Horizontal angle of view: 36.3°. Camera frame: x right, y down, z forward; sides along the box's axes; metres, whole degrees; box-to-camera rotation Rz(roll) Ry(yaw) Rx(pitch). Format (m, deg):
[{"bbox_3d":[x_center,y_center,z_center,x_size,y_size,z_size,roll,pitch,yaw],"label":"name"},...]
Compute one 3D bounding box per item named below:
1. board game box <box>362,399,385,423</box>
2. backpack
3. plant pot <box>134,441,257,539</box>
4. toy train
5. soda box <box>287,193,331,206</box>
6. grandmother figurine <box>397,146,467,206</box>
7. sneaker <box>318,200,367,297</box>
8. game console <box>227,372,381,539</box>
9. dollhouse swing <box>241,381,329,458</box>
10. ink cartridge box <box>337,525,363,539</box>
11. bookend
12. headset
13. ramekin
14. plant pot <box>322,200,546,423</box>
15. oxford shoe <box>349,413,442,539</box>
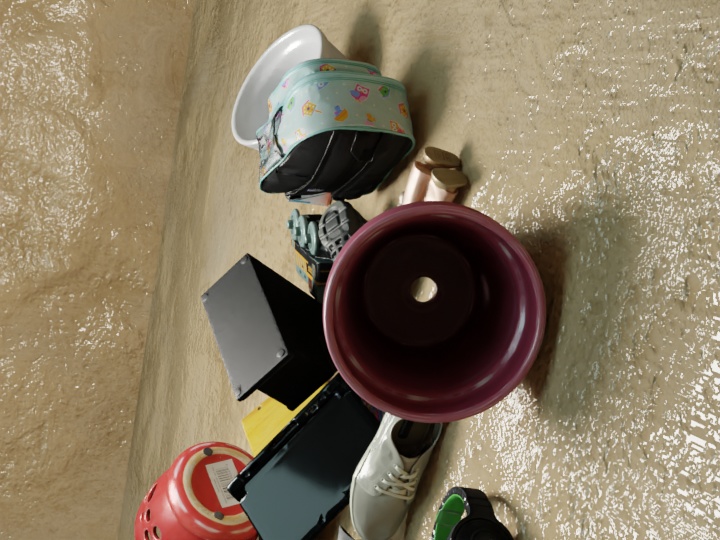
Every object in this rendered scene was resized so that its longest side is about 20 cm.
[{"bbox_3d":[0.018,0.162,1.365,0.103,0.019,0.201,118,153,-47],"label":"board game box"},{"bbox_3d":[-0.028,-0.182,1.389,0.200,0.175,0.154,153,118,-63],"label":"backpack"},{"bbox_3d":[-0.253,0.393,1.793,0.183,0.199,0.201,121,150,-44],"label":"plant pot"},{"bbox_3d":[-0.053,-0.023,1.551,0.200,0.085,0.115,-143,53,-69],"label":"toy train"},{"bbox_3d":[-0.091,-0.183,1.725,0.200,0.068,0.064,-109,32,-50],"label":"soda box"},{"bbox_3d":[0.058,-0.046,1.270,0.122,0.060,0.201,-93,22,-52],"label":"grandmother figurine"},{"bbox_3d":[0.000,0.000,1.391,0.075,0.079,0.201,-32,46,32],"label":"sneaker"},{"bbox_3d":[-0.053,0.233,1.346,0.200,0.116,0.176,-45,-3,5],"label":"game console"},{"bbox_3d":[-0.060,0.278,1.527,0.182,0.176,0.200,-39,24,-2],"label":"dollhouse swing"},{"bbox_3d":[0.020,0.367,1.241,0.200,0.050,0.110,-170,87,-72],"label":"ink cartridge box"},{"bbox_3d":[-0.090,0.109,1.439,0.092,0.200,0.199,-42,43,13],"label":"bookend"},{"bbox_3d":[0.086,0.285,1.008,0.200,0.093,0.124,-106,29,-62],"label":"headset"},{"bbox_3d":[-0.089,-0.249,1.611,0.200,0.098,0.201,-32,42,34],"label":"ramekin"},{"bbox_3d":[0.062,0.030,1.054,0.179,0.199,0.201,-111,30,-83],"label":"plant pot"},{"bbox_3d":[0.039,0.220,1.205,0.058,0.075,0.201,-120,46,-62],"label":"oxford shoe"}]
